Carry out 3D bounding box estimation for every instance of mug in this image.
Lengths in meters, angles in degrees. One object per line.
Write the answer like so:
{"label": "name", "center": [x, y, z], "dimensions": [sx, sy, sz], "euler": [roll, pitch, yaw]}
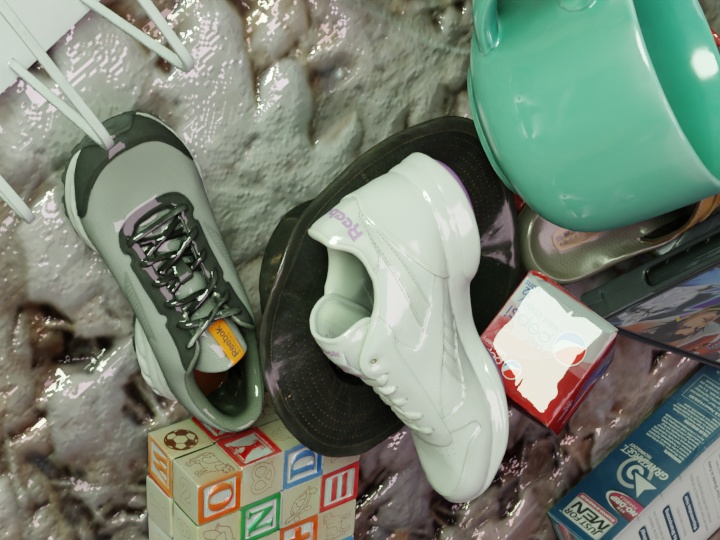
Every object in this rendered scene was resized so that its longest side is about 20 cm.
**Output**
{"label": "mug", "center": [0.121, -0.112, 0.885], "dimensions": [0.186, 0.114, 0.152], "euler": [62, 29, -15]}

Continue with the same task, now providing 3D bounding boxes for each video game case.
{"label": "video game case", "center": [0.267, 0.006, 1.047], "dimensions": [0.180, 0.026, 0.199], "euler": [-29, 154, 29]}

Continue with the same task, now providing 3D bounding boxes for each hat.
{"label": "hat", "center": [0.000, 0.000, 0.910], "dimensions": [0.199, 0.081, 0.203], "euler": [-21, 122, -38]}

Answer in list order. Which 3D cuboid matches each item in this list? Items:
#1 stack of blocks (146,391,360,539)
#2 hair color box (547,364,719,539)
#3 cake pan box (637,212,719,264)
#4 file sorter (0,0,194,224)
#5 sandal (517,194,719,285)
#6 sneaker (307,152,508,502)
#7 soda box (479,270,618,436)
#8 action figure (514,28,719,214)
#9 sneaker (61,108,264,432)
{"label": "stack of blocks", "center": [-0.066, 0.177, 0.984], "dimensions": [0.114, 0.058, 0.202], "euler": [-18, 127, -32]}
{"label": "hair color box", "center": [0.242, 0.162, 1.240], "dimensions": [0.200, 0.060, 0.100], "euler": [-40, 135, -15]}
{"label": "cake pan box", "center": [0.264, -0.073, 1.089], "dimensions": [0.201, 0.052, 0.184], "euler": [-54, 154, 1]}
{"label": "file sorter", "center": [-0.159, -0.111, 0.675], "dimensions": [0.200, 0.124, 0.139], "euler": [-45, 137, -10]}
{"label": "sandal", "center": [0.181, -0.057, 0.967], "dimensions": [0.199, 0.055, 0.082], "euler": [-30, 99, 1]}
{"label": "sneaker", "center": [0.019, 0.042, 0.846], "dimensions": [0.099, 0.075, 0.202], "euler": [-26, 119, -25]}
{"label": "soda box", "center": [0.114, 0.055, 0.993], "dimensions": [0.070, 0.063, 0.200], "euler": [-53, 168, -1]}
{"label": "action figure", "center": [0.156, -0.080, 1.026], "dimensions": [0.199, 0.052, 0.066], "euler": [-38, 140, -14]}
{"label": "sneaker", "center": [-0.092, 0.003, 0.838], "dimensions": [0.074, 0.079, 0.201], "euler": [-33, 132, -18]}
